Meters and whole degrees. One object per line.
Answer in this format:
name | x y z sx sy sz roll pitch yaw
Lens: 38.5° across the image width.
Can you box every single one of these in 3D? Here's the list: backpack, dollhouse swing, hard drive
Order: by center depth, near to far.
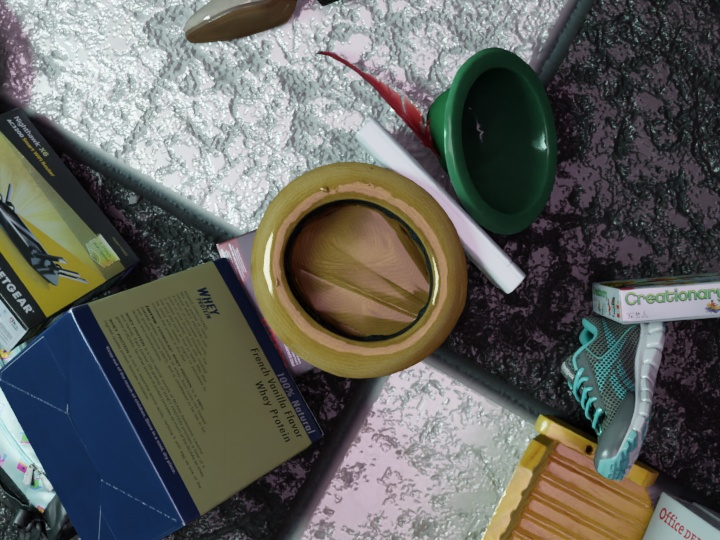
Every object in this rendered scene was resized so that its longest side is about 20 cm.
dollhouse swing | 0.192 0.262 0.977 0.180 0.176 0.202 27 91 1
hard drive | 0.075 -0.061 0.991 0.027 0.132 0.200 -44 90 3
backpack | -0.302 0.155 1.007 0.126 0.167 0.200 -40 79 -4

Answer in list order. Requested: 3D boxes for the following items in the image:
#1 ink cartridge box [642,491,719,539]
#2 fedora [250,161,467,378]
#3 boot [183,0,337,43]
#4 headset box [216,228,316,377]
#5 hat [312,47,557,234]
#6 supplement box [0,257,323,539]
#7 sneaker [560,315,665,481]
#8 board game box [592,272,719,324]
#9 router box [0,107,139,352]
ink cartridge box | 0.338 0.343 0.981 0.143 0.145 0.202 22 93 -9
fedora | 0.000 0.000 0.945 0.198 0.082 0.203 0 90 5
boot | -0.097 -0.324 1.027 0.198 0.070 0.148 -16 85 1
headset box | -0.041 0.013 1.025 0.198 0.077 0.150 -21 91 1
hat | 0.080 -0.134 1.040 0.164 0.175 0.203 -10 96 -42
supplement box | -0.177 0.123 0.934 0.134 0.199 0.201 -33 85 35
sneaker | 0.233 0.116 0.986 0.090 0.201 0.078 14 129 13
board game box | 0.334 0.023 0.990 0.197 0.126 0.035 -4 92 1
router box | -0.334 -0.044 0.992 0.201 0.157 0.052 51 129 -1
